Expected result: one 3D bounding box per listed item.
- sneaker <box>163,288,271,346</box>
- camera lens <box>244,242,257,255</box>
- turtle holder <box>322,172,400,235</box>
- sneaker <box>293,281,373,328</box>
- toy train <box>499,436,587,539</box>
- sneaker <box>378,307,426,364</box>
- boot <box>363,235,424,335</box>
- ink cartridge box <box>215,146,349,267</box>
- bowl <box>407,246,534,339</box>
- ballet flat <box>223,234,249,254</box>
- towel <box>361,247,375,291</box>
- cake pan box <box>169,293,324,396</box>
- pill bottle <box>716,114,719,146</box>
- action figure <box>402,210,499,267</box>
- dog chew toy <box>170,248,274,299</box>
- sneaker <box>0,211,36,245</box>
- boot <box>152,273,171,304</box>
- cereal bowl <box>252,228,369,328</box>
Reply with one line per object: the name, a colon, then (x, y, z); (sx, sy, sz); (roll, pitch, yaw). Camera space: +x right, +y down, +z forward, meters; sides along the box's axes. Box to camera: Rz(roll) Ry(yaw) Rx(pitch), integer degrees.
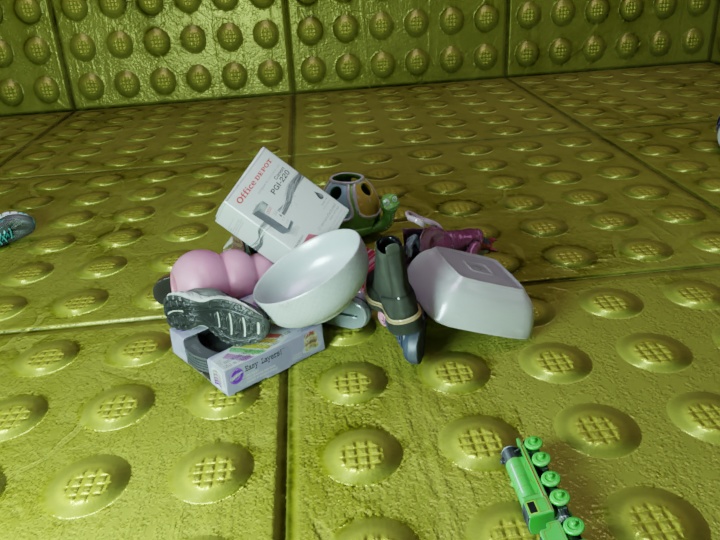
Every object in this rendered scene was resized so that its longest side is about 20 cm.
sneaker: (-0.218, 0.062, 1.066); (0.196, 0.076, 0.079); (12, 24, 29)
camera lens: (-0.155, -0.096, 1.394); (0.156, 0.164, 0.201); (-5, 25, -2)
turtle holder: (-0.015, -0.137, 1.494); (0.139, 0.135, 0.184); (-18, 29, -29)
sneaker: (-0.067, 0.055, 1.190); (0.196, 0.075, 0.071); (16, 21, 17)
toy train: (0.204, 0.260, 0.753); (0.055, 0.043, 0.201); (-15, 26, 1)
sneaker: (0.066, 0.090, 1.087); (0.080, 0.072, 0.200); (4, 18, 5)
boot: (0.043, -0.005, 1.052); (0.076, 0.141, 0.200); (-18, 22, -12)
ink cartridge box: (-0.140, -0.101, 1.224); (0.198, 0.085, 0.147); (34, 59, -7)
bowl: (0.186, 0.028, 1.125); (0.195, 0.076, 0.200); (12, 21, -19)
ballet flat: (-0.257, -0.040, 1.407); (0.064, 0.072, 0.201); (-19, 23, 0)
towel: (0.000, 0.000, 1.287); (0.197, 0.023, 0.144); (23, 34, 20)
cake pan box: (-0.188, 0.112, 1.097); (0.197, 0.054, 0.182); (-23, 29, -35)
pill bottle: (1.080, -0.411, 1.937); (0.109, 0.114, 0.200); (8, 27, 23)
action figure: (0.169, -0.056, 1.281); (0.195, 0.153, 0.134); (-7, 24, -11)
dog chew toy: (-0.238, 0.017, 1.220); (0.196, 0.128, 0.124); (-11, 26, -26)
sneaker: (-0.852, -0.072, 1.565); (0.196, 0.079, 0.092); (-19, 45, -22)
boot: (-0.297, 0.011, 1.302); (0.195, 0.075, 0.076); (-10, 19, -6)
cereal bowl: (-0.069, 0.024, 1.077); (0.197, 0.084, 0.201); (-25, 23, 11)
